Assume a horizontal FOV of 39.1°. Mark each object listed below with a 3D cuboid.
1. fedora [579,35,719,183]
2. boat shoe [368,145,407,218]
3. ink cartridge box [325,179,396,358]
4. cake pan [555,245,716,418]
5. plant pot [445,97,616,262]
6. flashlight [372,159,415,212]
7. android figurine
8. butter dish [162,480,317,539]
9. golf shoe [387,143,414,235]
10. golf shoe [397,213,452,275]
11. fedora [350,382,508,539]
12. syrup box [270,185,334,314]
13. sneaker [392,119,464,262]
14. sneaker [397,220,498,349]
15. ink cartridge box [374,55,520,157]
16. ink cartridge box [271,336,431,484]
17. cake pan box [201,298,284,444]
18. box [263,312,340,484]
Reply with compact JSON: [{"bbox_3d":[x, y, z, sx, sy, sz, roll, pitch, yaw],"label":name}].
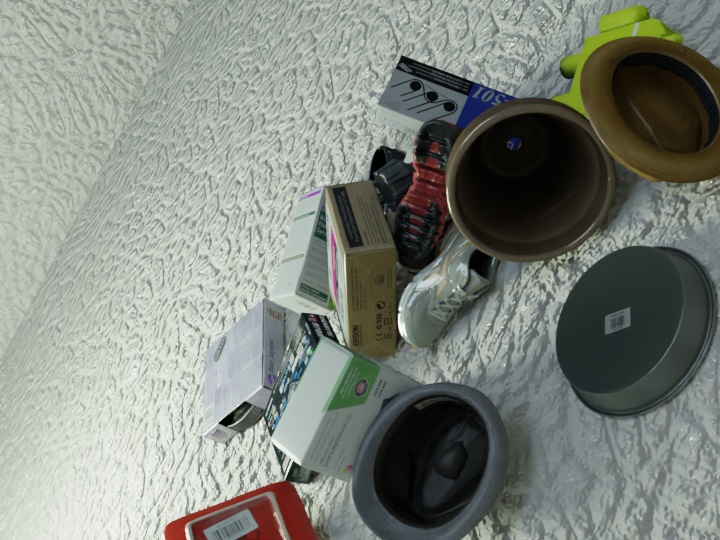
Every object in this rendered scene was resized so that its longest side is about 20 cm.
[{"bbox_3d":[0.325,-0.167,1.128,0.082,0.200,0.201,104,174,-60],"label":"fedora"},{"bbox_3d":[0.029,-0.107,1.600,0.074,0.062,0.201,-12,58,51],"label":"boat shoe"},{"bbox_3d":[0.000,0.000,1.445,0.165,0.075,0.201,-109,13,-51],"label":"ink cartridge box"},{"bbox_3d":[0.288,0.059,1.098,0.200,0.037,0.201,-36,40,37],"label":"cake pan"},{"bbox_3d":[0.202,-0.134,1.261,0.200,0.200,0.175,-49,15,21],"label":"plant pot"},{"bbox_3d":[0.105,-0.165,1.429,0.200,0.068,0.068,-32,56,-23],"label":"flashlight"},{"bbox_3d":[0.323,-0.250,1.286,0.200,0.041,0.183,-2,65,58],"label":"android figurine"},{"bbox_3d":[-0.151,0.417,1.397,0.199,0.148,0.200,-19,33,-10],"label":"butter dish"},{"bbox_3d":[0.096,-0.110,1.491,0.091,0.075,0.201,-12,58,49],"label":"golf shoe"},{"bbox_3d":[0.121,-0.080,1.416,0.200,0.088,0.077,-57,29,7],"label":"golf shoe"},{"bbox_3d":[0.092,0.230,1.183,0.176,0.090,0.201,25,84,31],"label":"fedora"},{"bbox_3d":[-0.074,-0.032,1.679,0.081,0.079,0.201,-14,55,52],"label":"syrup box"},{"bbox_3d":[0.100,-0.107,1.354,0.071,0.098,0.201,23,114,21],"label":"sneaker"},{"bbox_3d":[0.124,0.021,1.348,0.201,0.076,0.092,-61,35,5],"label":"sneaker"},{"bbox_3d":[0.129,-0.218,1.400,0.044,0.199,0.094,98,-164,-65],"label":"ink cartridge box"},{"bbox_3d":[0.014,0.191,1.254,0.087,0.200,0.146,22,85,56],"label":"ink cartridge box"},{"bbox_3d":[-0.202,0.175,1.742,0.184,0.052,0.201,-43,35,33],"label":"cake pan box"},{"bbox_3d":[-0.081,0.187,1.502,0.201,0.046,0.159,-69,27,23],"label":"box"}]
